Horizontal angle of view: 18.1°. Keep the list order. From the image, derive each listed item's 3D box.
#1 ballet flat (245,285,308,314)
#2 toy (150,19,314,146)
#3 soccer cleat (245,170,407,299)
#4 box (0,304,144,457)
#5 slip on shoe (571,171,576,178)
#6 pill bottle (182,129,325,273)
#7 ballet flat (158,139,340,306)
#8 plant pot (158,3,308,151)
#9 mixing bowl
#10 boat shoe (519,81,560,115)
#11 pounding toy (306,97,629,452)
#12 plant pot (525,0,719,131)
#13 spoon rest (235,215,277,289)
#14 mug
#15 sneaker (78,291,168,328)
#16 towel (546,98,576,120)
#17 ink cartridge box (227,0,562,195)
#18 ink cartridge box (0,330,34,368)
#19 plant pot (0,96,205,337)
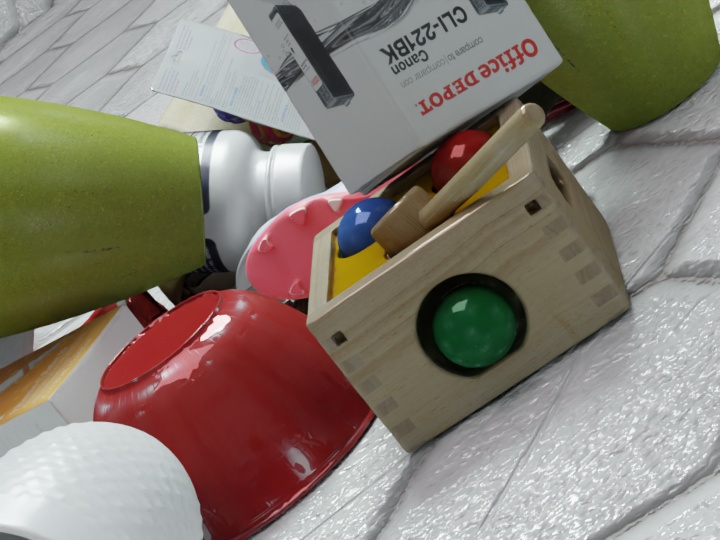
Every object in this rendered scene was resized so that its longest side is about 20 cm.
[{"bbox_3d":[0.000,0.000,1.582,0.200,0.046,0.067,-32,36,10],"label":"ballet flat"},{"bbox_3d":[-0.061,-0.129,1.793,0.115,0.200,0.047,-76,0,-55],"label":"toy"},{"bbox_3d":[0.010,-0.047,1.545,0.200,0.067,0.076,-38,2,10],"label":"soccer cleat"},{"bbox_3d":[-0.233,0.127,1.620,0.200,0.098,0.124,-27,19,34],"label":"box"},{"bbox_3d":[0.050,-0.019,1.491,0.200,0.061,0.074,-34,18,16],"label":"slip on shoe"},{"bbox_3d":[-0.132,-0.053,1.758,0.199,0.111,0.111,-2,26,12],"label":"pill bottle"},{"bbox_3d":[-0.077,-0.033,1.829,0.200,0.069,0.063,-37,44,10],"label":"ballet flat"},{"bbox_3d":[-0.068,-0.147,1.913,0.184,0.200,0.200,-53,19,-13],"label":"plant pot"},{"bbox_3d":[-0.094,0.084,1.427,0.200,0.108,0.200,-34,17,12],"label":"mixing bowl"},{"bbox_3d":[0.100,-0.131,1.619,0.200,0.072,0.068,-38,14,-14],"label":"boat shoe"},{"bbox_3d":[0.060,-0.016,1.309,0.184,0.142,0.200,-34,16,12],"label":"pounding toy"},{"bbox_3d":[0.149,-0.198,1.521,0.187,0.200,0.187,-34,16,11],"label":"plant pot"},{"bbox_3d":[-0.015,-0.031,1.665,0.200,0.061,0.099,-31,17,23],"label":"spoon rest"},{"bbox_3d":[-0.175,0.186,1.291,0.200,0.147,0.175,-64,-3,27],"label":"mug"},{"bbox_3d":[-0.196,0.070,1.781,0.116,0.078,0.200,-47,4,-2],"label":"sneaker"},{"bbox_3d":[0.126,-0.136,1.727,0.200,0.023,0.144,-24,18,34],"label":"towel"},{"bbox_3d":[0.009,-0.168,1.392,0.144,0.200,0.084,-33,1,-39],"label":"ink cartridge box"},{"bbox_3d":[-0.315,0.086,1.789,0.104,0.059,0.200,-40,-18,-28],"label":"ink cartridge box"},{"bbox_3d":[-0.214,-0.042,1.633,0.199,0.188,0.187,-3,16,-5],"label":"plant pot"}]
